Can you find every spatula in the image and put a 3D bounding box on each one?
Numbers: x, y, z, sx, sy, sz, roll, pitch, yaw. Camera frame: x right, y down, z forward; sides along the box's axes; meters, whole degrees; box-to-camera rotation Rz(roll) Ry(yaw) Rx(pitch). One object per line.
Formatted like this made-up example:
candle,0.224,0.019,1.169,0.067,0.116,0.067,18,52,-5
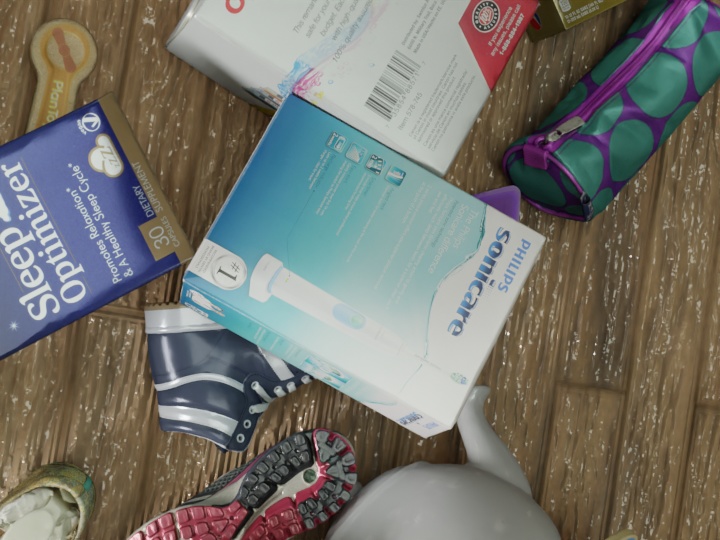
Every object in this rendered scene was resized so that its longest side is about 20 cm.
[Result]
spatula,0.029,-0.027,1.022,0.199,0.021,0.057,-6,114,-13

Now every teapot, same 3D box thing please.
teapot,0.033,0.210,0.961,0.146,0.198,0.200,40,39,23

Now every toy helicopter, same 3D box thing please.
toy helicopter,-0.207,-0.071,0.925,0.132,0.079,0.201,12,84,-18

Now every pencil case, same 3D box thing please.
pencil case,0.202,-0.129,1.041,0.085,0.093,0.200,35,75,30

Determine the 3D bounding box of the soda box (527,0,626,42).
soda box,0.214,-0.252,1.059,0.199,0.064,0.068,-28,97,-16

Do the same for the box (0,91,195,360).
box,-0.219,-0.016,0.861,0.199,0.032,0.122,-29,98,-17

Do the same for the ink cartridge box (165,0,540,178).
ink cartridge box,-0.012,-0.171,0.947,0.200,0.145,0.146,33,82,-15

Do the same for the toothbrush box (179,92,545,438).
toothbrush box,0.000,0.000,0.909,0.199,0.085,0.147,28,76,-2

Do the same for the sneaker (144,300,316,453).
sneaker,-0.053,0.073,0.972,0.199,0.070,0.109,-2,87,-12

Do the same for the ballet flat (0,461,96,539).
ballet flat,-0.259,0.207,0.912,0.200,0.071,0.071,-43,101,-12

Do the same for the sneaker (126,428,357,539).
sneaker,-0.086,0.184,0.965,0.199,0.075,0.081,-31,89,-2

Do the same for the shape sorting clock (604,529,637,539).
shape sorting clock,0.128,0.260,0.973,0.200,0.200,0.039,-44,66,-13
